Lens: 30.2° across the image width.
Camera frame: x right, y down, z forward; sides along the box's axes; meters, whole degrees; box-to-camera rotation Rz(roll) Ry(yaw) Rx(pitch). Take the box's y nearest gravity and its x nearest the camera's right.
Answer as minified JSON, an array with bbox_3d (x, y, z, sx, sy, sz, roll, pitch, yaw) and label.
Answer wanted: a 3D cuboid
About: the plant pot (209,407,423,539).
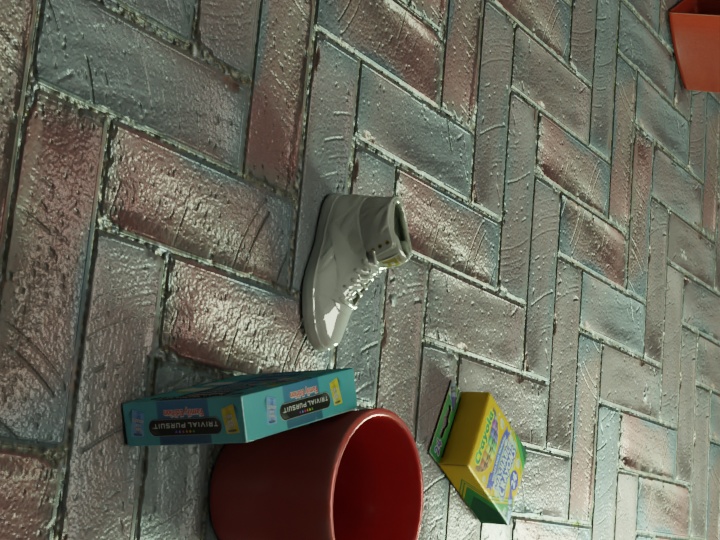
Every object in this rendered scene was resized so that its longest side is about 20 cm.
[{"bbox_3d":[-0.053,0.248,1.449,0.200,0.177,0.201,5,85,-59],"label":"plant pot"}]

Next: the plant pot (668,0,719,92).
[{"bbox_3d":[0.777,-0.481,2.840,0.200,0.200,0.177,-39,131,-52],"label":"plant pot"}]

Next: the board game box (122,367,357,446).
[{"bbox_3d":[-0.120,0.140,1.370,0.200,0.151,0.047,-9,92,-58],"label":"board game box"}]

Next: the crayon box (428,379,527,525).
[{"bbox_3d":[0.176,0.266,1.941,0.200,0.051,0.126,55,44,-41],"label":"crayon box"}]

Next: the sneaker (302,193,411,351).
[{"bbox_3d":[0.000,0.000,1.611,0.074,0.115,0.201,30,65,-56],"label":"sneaker"}]
